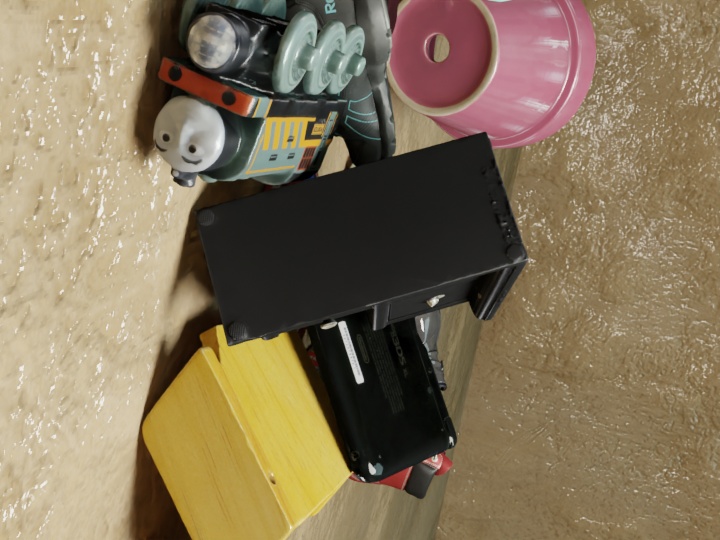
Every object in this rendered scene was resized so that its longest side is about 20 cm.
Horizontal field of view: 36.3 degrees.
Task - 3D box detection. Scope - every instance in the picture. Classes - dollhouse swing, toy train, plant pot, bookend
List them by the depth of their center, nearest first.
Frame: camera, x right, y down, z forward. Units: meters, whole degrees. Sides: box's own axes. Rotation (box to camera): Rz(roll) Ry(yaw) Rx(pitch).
[{"bbox_3d":[-0.059,-0.106,0.659,0.200,0.085,0.114,-30,142,-73],"label":"toy train"},{"bbox_3d":[0.000,0.000,0.787,0.199,0.199,0.093,93,-19,-76],"label":"bookend"},{"bbox_3d":[-0.115,0.154,0.802,0.182,0.175,0.200,62,14,3],"label":"dollhouse swing"},{"bbox_3d":[0.119,-0.222,1.126,0.179,0.199,0.201,-15,120,-59],"label":"plant pot"}]

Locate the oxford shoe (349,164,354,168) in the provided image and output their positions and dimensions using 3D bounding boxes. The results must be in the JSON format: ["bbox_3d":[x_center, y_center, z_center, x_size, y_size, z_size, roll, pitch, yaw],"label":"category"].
[{"bbox_3d":[0.004,-0.012,1.076,0.058,0.075,0.201,14,85,-77],"label":"oxford shoe"}]

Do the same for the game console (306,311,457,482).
[{"bbox_3d":[-0.006,0.071,0.929,0.176,0.116,0.201,-13,82,-49],"label":"game console"}]

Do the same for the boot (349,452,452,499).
[{"bbox_3d":[0.051,0.180,1.344,0.072,0.144,0.201,-46,147,-64],"label":"boot"}]

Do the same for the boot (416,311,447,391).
[{"bbox_3d":[0.076,0.085,1.400,0.200,0.069,0.132,-31,110,-79],"label":"boot"}]

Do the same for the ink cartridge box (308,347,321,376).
[{"bbox_3d":[-0.038,0.131,1.101,0.200,0.050,0.109,-46,149,-65],"label":"ink cartridge box"}]

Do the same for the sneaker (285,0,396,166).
[{"bbox_3d":[-0.015,-0.145,0.819,0.200,0.079,0.076,82,-1,-57],"label":"sneaker"}]

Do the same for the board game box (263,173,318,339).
[{"bbox_3d":[-0.055,-0.018,0.916,0.200,0.019,0.103,83,24,-59],"label":"board game box"}]

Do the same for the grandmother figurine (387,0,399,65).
[{"bbox_3d":[0.019,-0.238,0.921,0.121,0.060,0.201,53,48,-64],"label":"grandmother figurine"}]
